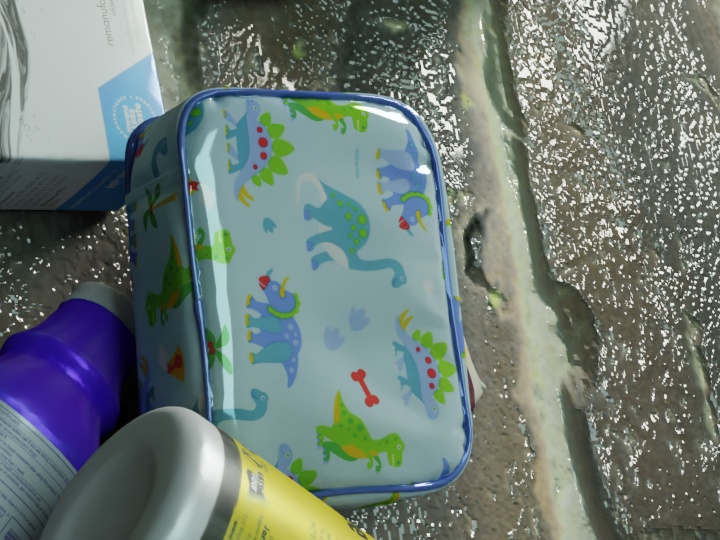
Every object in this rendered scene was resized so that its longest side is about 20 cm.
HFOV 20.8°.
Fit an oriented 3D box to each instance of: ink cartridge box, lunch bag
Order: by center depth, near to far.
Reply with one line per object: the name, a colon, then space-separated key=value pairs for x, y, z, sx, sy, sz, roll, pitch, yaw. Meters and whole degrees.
lunch bag: x=-0.028 y=0.017 z=0.939 sx=0.160 sy=0.082 sz=0.202 roll=-2 pitch=80 yaw=-32
ink cartridge box: x=-0.199 y=-0.095 z=0.964 sx=0.199 sy=0.067 sz=0.117 roll=-1 pitch=71 yaw=-38

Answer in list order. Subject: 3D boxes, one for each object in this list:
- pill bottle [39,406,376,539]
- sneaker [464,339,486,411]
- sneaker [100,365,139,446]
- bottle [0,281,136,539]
pill bottle: x=-0.034 y=0.154 z=0.836 sx=0.200 sy=0.112 sz=0.113 roll=39 pitch=51 yaw=-26
sneaker: x=0.000 y=0.000 z=1.080 sx=0.090 sy=0.075 sz=0.201 roll=-23 pitch=89 yaw=-52
sneaker: x=-0.061 y=0.063 z=1.004 sx=0.106 sy=0.075 sz=0.201 roll=40 pitch=60 yaw=-22
bottle: x=-0.166 y=0.087 z=0.907 sx=0.084 sy=0.065 sz=0.200 roll=44 pitch=49 yaw=-14
